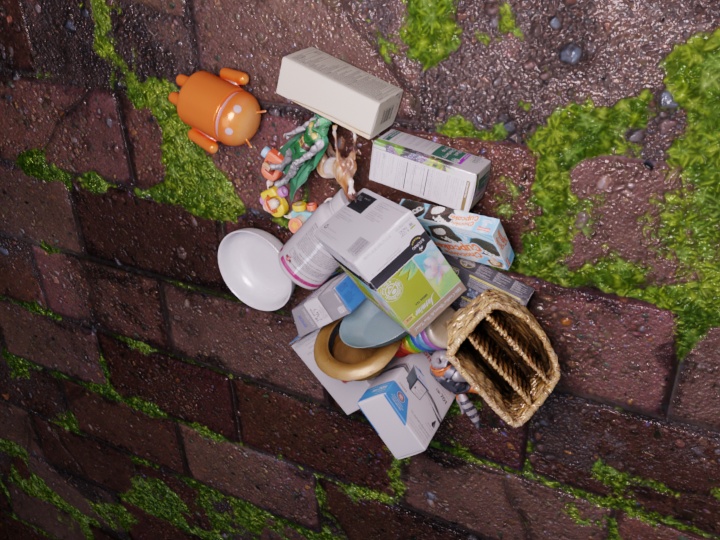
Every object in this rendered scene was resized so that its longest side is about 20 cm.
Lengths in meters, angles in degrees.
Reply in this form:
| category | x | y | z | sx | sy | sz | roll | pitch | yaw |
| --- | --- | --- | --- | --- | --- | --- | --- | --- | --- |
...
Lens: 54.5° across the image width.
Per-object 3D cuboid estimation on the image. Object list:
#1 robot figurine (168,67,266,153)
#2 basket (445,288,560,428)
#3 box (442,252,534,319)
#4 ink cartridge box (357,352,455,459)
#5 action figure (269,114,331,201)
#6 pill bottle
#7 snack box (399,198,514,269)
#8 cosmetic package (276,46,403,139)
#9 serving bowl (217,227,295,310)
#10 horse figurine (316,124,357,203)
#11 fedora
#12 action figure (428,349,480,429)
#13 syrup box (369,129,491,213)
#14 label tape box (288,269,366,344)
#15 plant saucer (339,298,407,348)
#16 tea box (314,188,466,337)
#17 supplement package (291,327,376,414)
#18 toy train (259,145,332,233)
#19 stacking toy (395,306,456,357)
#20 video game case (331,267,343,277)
| category | x | y | z | sx | sy | sz | roll | pitch | yaw |
| --- | --- | --- | --- | --- | --- | --- | --- | --- | --- |
| robot figurine | -0.282 | -0.323 | 1.391 | 0.200 | 0.144 | 0.117 | 29 | 151 | 15 |
| basket | 0.260 | 0.147 | 1.233 | 0.143 | 0.149 | 0.200 | -39 | 100 | 18 |
| box | 0.215 | 0.063 | 1.356 | 0.200 | 0.049 | 0.161 | 26 | 130 | 17 |
| ink cartridge box | 0.101 | 0.264 | 1.446 | 0.086 | 0.200 | 0.147 | -28 | 100 | 38 |
| action figure | -0.109 | -0.229 | 1.314 | 0.200 | 0.055 | 0.118 | -40 | 62 | 48 |
| pill bottle | -0.065 | -0.064 | 1.397 | 0.113 | 0.113 | 0.200 | 45 | 119 | 1 |
| snack box | 0.169 | -0.066 | 1.259 | 0.200 | 0.037 | 0.116 | 16 | 158 | 35 |
| cosmetic package | -0.037 | -0.320 | 1.249 | 0.200 | 0.104 | 0.073 | 29 | 128 | 15 |
| serving bowl | -0.222 | -0.010 | 1.572 | 0.200 | 0.066 | 0.200 | 15 | 123 | 24 |
| horse figurine | -0.052 | -0.214 | 1.319 | 0.200 | 0.050 | 0.133 | 30 | 130 | 53 |
| fedora | 0.003 | 0.157 | 1.410 | 0.200 | 0.201 | 0.082 | 7 | 137 | 28 |
| action figure | 0.216 | 0.222 | 1.399 | 0.193 | 0.105 | 0.200 | 46 | 152 | -23 |
| syrup box | 0.123 | -0.179 | 1.248 | 0.200 | 0.079 | 0.082 | 21 | 126 | 20 |
| label tape box | -0.068 | 0.062 | 1.443 | 0.200 | 0.144 | 0.063 | -29 | 100 | 40 |
| plant saucer | 0.055 | 0.090 | 1.344 | 0.201 | 0.201 | 0.039 | -10 | 122 | 36 |
| tea box | 0.051 | -0.018 | 1.249 | 0.197 | 0.134 | 0.200 | 50 | 174 | -28 |
| supplement package | -0.027 | 0.191 | 1.534 | 0.200 | 0.120 | 0.121 | 51 | 130 | -4 |
| toy train | -0.148 | -0.154 | 1.448 | 0.200 | 0.056 | 0.150 | 41 | 131 | 5 |
| stacking toy | 0.114 | 0.133 | 1.389 | 0.085 | 0.085 | 0.200 | 50 | 146 | -4 |
| video game case | 0.000 | 0.000 | 1.472 | 0.200 | 0.017 | 0.143 | 9 | 121 | 27 |
